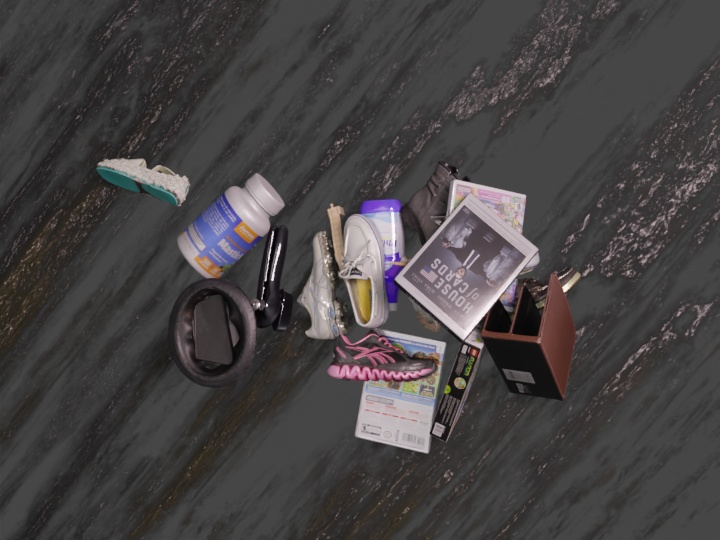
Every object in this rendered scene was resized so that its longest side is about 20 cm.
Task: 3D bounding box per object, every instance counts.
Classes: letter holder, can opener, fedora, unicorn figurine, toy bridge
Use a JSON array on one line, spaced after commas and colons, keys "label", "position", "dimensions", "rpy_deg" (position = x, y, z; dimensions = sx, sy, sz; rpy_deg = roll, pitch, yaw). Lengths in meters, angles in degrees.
[{"label": "letter holder", "position": [0.290, 0.104, 1.375], "dimensions": [0.099, 0.201, 0.144], "rpy_deg": [4, 58, 29]}, {"label": "can opener", "position": [-0.170, 0.013, 1.557], "dimensions": [0.062, 0.078, 0.205], "rpy_deg": [-4, 79, 35]}, {"label": "fedora", "position": [-0.269, 0.116, 1.554], "dimensions": [0.196, 0.092, 0.205], "rpy_deg": [0, 90, 13]}, {"label": "unicorn figurine", "position": [0.107, 0.021, 1.425], "dimensions": [0.073, 0.138, 0.202], "rpy_deg": [-30, 115, 1]}, {"label": "toy bridge", "position": [-0.029, -0.027, 1.519], "dimensions": [0.027, 0.067, 0.204], "rpy_deg": [-17, 84, 12]}]

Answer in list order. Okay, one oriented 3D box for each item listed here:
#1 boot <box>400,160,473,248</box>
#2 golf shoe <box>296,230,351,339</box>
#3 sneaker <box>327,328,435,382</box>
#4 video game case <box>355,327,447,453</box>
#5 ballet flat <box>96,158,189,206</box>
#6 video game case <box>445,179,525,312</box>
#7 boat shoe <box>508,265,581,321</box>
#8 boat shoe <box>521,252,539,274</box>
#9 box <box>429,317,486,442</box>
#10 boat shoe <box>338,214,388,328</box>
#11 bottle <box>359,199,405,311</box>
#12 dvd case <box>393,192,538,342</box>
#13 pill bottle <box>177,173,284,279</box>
[{"label": "boot", "position": [0.159, -0.091, 1.420], "dimensions": [0.132, 0.069, 0.201], "rpy_deg": [-49, 60, 23]}, {"label": "golf shoe", "position": [-0.081, 0.031, 1.527], "dimensions": [0.095, 0.078, 0.205], "rpy_deg": [-10, 84, 18]}, {"label": "sneaker", "position": [0.037, 0.151, 1.464], "dimensions": [0.195, 0.079, 0.098], "rpy_deg": [1, 75, 11]}, {"label": "video game case", "position": [0.075, 0.219, 1.500], "dimensions": [0.140, 0.018, 0.205], "rpy_deg": [10, 90, 14]}, {"label": "ballet flat", "position": [-0.427, -0.186, 1.628], "dimensions": [0.197, 0.072, 0.073], "rpy_deg": [21, 92, 11]}, {"label": "video game case", "position": [0.206, -0.040, 1.384], "dimensions": [0.140, 0.018, 0.205], "rpy_deg": [9, 85, -19]}, {"label": "boat shoe", "position": [0.292, 0.045, 1.440], "dimensions": [0.199, 0.072, 0.067], "rpy_deg": [-35, 85, 14]}, {"label": "boat shoe", "position": [0.225, 0.006, 1.467], "dimensions": [0.196, 0.072, 0.063], "rpy_deg": [-11, 108, 17]}, {"label": "box", "position": [0.175, 0.182, 1.399], "dimensions": [0.034, 0.110, 0.203], "rpy_deg": [22, 120, 13]}, {"label": "boat shoe", "position": [-0.004, 0.002, 1.439], "dimensions": [0.073, 0.086, 0.207], "rpy_deg": [-8, 88, 27]}, {"label": "bottle", "position": [0.042, -0.027, 1.503], "dimensions": [0.082, 0.065, 0.205], "rpy_deg": [-2, 87, 11]}, {"label": "dvd case", "position": [0.171, -0.007, 1.322], "dimensions": [0.150, 0.025, 0.200], "rpy_deg": [40, 76, 10]}, {"label": "pill bottle", "position": [-0.242, -0.086, 1.547], "dimensions": [0.199, 0.112, 0.113], "rpy_deg": [-41, 80, 8]}]
